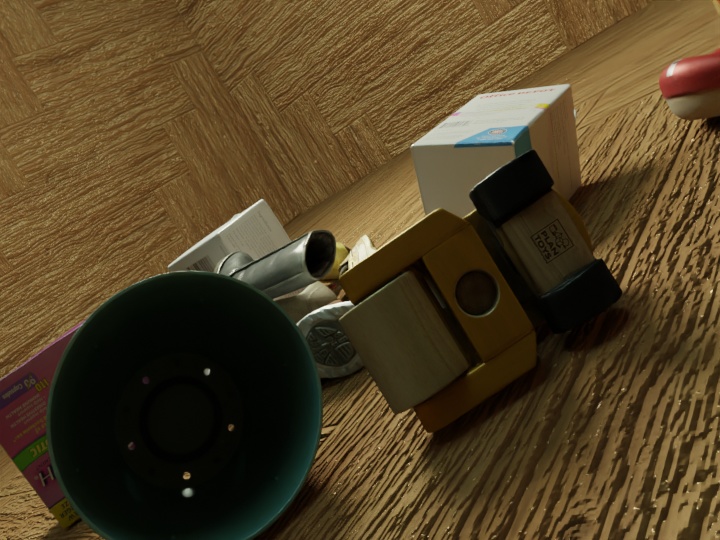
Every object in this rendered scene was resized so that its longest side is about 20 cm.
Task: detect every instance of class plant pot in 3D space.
[{"bbox_3d":[-0.144,0.120,0.555,0.199,0.203,0.161,-37,-1,-23],"label":"plant pot"}]

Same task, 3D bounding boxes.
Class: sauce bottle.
[{"bbox_3d":[-0.047,-0.012,1.050,0.065,0.067,0.199,-30,-9,15],"label":"sauce bottle"}]

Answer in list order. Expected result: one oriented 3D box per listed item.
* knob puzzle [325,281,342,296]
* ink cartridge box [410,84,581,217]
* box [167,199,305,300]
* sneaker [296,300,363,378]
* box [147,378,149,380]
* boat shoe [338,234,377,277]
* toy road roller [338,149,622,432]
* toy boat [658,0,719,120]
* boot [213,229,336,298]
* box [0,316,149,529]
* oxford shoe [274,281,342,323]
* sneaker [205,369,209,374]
[{"bbox_3d":[-0.113,0.068,1.004,0.217,0.031,0.220,-33,10,6],"label":"knob puzzle"},{"bbox_3d":[0.169,-0.125,0.774,0.126,0.128,0.199,5,33,38],"label":"ink cartridge box"},{"bbox_3d":[-0.209,0.015,1.204,0.197,0.203,0.131,-23,15,45],"label":"box"},{"bbox_3d":[-0.049,0.082,0.749,0.197,0.079,0.099,-29,7,22],"label":"sneaker"},{"bbox_3d":[-0.301,0.135,0.982,0.197,0.143,0.079,-26,11,36],"label":"box"},{"bbox_3d":[0.000,0.000,0.969,0.068,0.075,0.200,-27,11,-1],"label":"boat shoe"},{"bbox_3d":[0.086,0.016,0.513,0.197,0.125,0.146,-33,-5,-1],"label":"toy road roller"},{"bbox_3d":[0.400,-0.250,0.694,0.197,0.133,0.130,-34,10,-4],"label":"toy boat"},{"bbox_3d":[-0.118,-0.006,0.882,0.198,0.073,0.184,-34,23,26],"label":"boot"},{"bbox_3d":[-0.364,0.190,0.876,0.174,0.203,0.096,-34,11,-11],"label":"box"},{"bbox_3d":[-0.108,0.086,0.855,0.198,0.075,0.071,-33,-25,-29],"label":"oxford shoe"},{"bbox_3d":[-0.202,0.128,0.864,0.077,0.082,0.202,-30,25,34],"label":"sneaker"}]
